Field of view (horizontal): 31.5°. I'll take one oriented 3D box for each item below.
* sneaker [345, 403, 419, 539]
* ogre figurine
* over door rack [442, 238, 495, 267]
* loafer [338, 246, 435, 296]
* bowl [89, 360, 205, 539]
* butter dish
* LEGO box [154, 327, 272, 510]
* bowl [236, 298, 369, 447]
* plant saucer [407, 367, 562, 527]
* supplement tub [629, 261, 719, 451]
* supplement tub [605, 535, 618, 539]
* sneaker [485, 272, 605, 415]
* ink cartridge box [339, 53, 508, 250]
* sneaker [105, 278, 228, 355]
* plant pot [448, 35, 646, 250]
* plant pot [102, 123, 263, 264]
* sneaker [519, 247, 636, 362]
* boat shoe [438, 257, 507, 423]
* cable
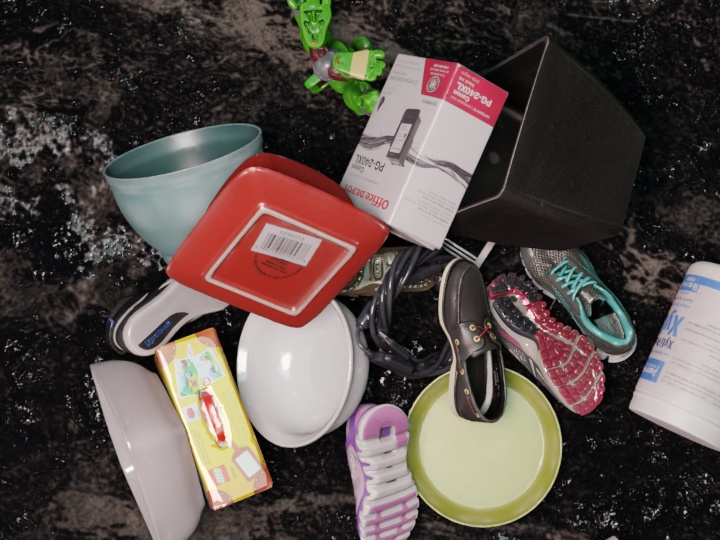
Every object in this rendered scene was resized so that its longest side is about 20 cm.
[{"bbox_3d":[0.018,0.251,1.587,0.080,0.088,0.202,-10,107,-25],"label":"sneaker"},{"bbox_3d":[-0.031,-0.269,1.609,0.199,0.120,0.098,35,83,3],"label":"ogre figurine"},{"bbox_3d":[0.133,-0.108,1.614,0.147,0.067,0.201,33,87,4],"label":"over door rack"},{"bbox_3d":[0.000,0.000,1.610,0.198,0.067,0.077,7,83,2],"label":"loafer"},{"bbox_3d":[-0.249,0.215,1.526,0.074,0.200,0.201,-19,123,-16],"label":"bowl"},{"bbox_3d":[-0.098,-0.059,1.467,0.199,0.148,0.200,23,129,-28],"label":"butter dish"},{"bbox_3d":[-0.182,0.184,1.556,0.077,0.149,0.201,-20,84,-12],"label":"LEGO box"},{"bbox_3d":[-0.055,0.117,1.571,0.200,0.090,0.203,-7,80,43],"label":"bowl"},{"bbox_3d":[0.152,0.219,1.603,0.198,0.031,0.202,0,85,2],"label":"plant saucer"},{"bbox_3d":[0.424,0.103,1.550,0.131,0.132,0.201,25,86,4],"label":"supplement tub"},{"bbox_3d":[0.250,0.421,1.524,0.199,0.145,0.145,-31,84,-1],"label":"supplement tub"},{"bbox_3d":[0.226,0.094,1.586,0.080,0.075,0.200,-32,79,-27],"label":"sneaker"},{"bbox_3d":[0.067,-0.141,1.496,0.083,0.145,0.201,24,91,-31],"label":"ink cartridge box"},{"bbox_3d":[-0.241,0.033,1.619,0.200,0.112,0.073,-36,112,-31],"label":"sneaker"},{"bbox_3d":[0.218,-0.126,1.508,0.176,0.200,0.201,23,74,-17],"label":"plant pot"},{"bbox_3d":[-0.203,-0.087,1.579,0.199,0.200,0.135,-14,110,1],"label":"plant pot"},{"bbox_3d":[0.277,0.025,1.583,0.078,0.091,0.200,-42,84,-2],"label":"sneaker"},{"bbox_3d":[0.140,0.085,1.543,0.073,0.063,0.203,-11,100,-35],"label":"boat shoe"},{"bbox_3d":[0.077,0.051,1.558,0.051,0.199,0.164,16,84,44],"label":"cable"}]
